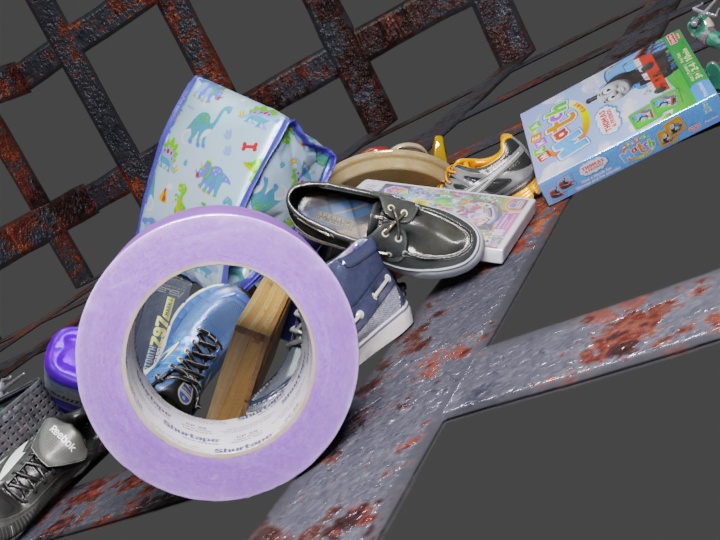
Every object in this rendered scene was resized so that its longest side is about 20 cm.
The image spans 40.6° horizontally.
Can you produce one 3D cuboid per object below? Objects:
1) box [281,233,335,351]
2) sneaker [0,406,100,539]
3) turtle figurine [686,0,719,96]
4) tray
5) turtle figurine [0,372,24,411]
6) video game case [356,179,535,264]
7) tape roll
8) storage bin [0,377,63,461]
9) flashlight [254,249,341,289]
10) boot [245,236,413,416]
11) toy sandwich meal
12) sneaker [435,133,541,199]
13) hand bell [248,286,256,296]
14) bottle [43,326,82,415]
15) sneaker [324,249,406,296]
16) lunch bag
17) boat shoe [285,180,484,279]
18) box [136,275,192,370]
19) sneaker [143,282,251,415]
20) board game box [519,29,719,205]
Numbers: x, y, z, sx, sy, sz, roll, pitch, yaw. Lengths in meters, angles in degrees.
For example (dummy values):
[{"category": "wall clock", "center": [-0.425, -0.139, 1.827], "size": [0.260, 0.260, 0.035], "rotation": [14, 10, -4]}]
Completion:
[{"category": "box", "center": [-0.058, 0.001, 1.102], "size": [0.032, 0.123, 0.200], "rotation": [18, 18, 2]}, {"category": "sneaker", "center": [-0.310, 0.188, 0.941], "size": [0.091, 0.066, 0.200], "rotation": [-48, 0, 27]}, {"category": "turtle figurine", "center": [0.445, -0.276, 1.095], "size": [0.150, 0.100, 0.201], "rotation": [-43, 14, 51]}, {"category": "tray", "center": [-0.099, 0.071, 0.930], "size": [0.200, 0.036, 0.100], "rotation": [-80, 9, -75]}, {"category": "turtle figurine", "center": [-0.483, 0.215, 1.185], "size": [0.200, 0.101, 0.149], "rotation": [-43, -10, 16]}, {"category": "video game case", "center": [0.070, -0.055, 1.011], "size": [0.196, 0.018, 0.143], "rotation": [8, 27, 21]}, {"category": "tape roll", "center": [-0.102, 0.057, 0.710], "size": [0.198, 0.202, 0.085], "rotation": [-29, 10, -4]}, {"category": "storage bin", "center": [-0.406, 0.215, 1.026], "size": [0.134, 0.095, 0.200], "rotation": [-25, 12, 25]}, {"category": "flashlight", "center": [-0.068, -0.018, 1.304], "size": [0.199, 0.069, 0.067], "rotation": [-33, 13, -25]}, {"category": "boot", "center": [-0.041, 0.053, 0.857], "size": [0.199, 0.091, 0.072], "rotation": [-37, 15, -38]}, {"category": "toy sandwich meal", "center": [0.036, -0.108, 1.217], "size": [0.203, 0.204, 0.071], "rotation": [-21, 56, 32]}, {"category": "sneaker", "center": [0.116, -0.087, 1.132], "size": [0.198, 0.078, 0.078], "rotation": [-28, 12, 13]}, {"category": "hand bell", "center": [-0.175, -0.008, 1.180], "size": [0.103, 0.203, 0.104], "rotation": [-26, 11, 5]}, {"category": "bottle", "center": [-0.319, 0.126, 1.117], "size": [0.200, 0.082, 0.066], "rotation": [128, 156, -62]}, {"category": "sneaker", "center": [0.000, 0.000, 1.044], "size": [0.097, 0.072, 0.201], "rotation": [-24, 13, 12]}, {"category": "lunch bag", "center": [-0.147, -0.083, 1.069], "size": [0.169, 0.127, 0.202], "rotation": [27, 86, 37]}, {"category": "boat shoe", "center": [0.019, -0.041, 0.923], "size": [0.196, 0.070, 0.057], "rotation": [12, -12, 17]}, {"category": "box", "center": [-0.241, 0.074, 1.136], "size": [0.050, 0.161, 0.200], "rotation": [15, 4, -12]}, {"category": "sneaker", "center": [-0.171, 0.103, 0.970], "size": [0.201, 0.078, 0.089], "rotation": [-53, 27, -3]}, {"category": "board game box", "center": [0.276, -0.167, 1.053], "size": [0.198, 0.037, 0.153], "rotation": [-28, 33, 20]}]
